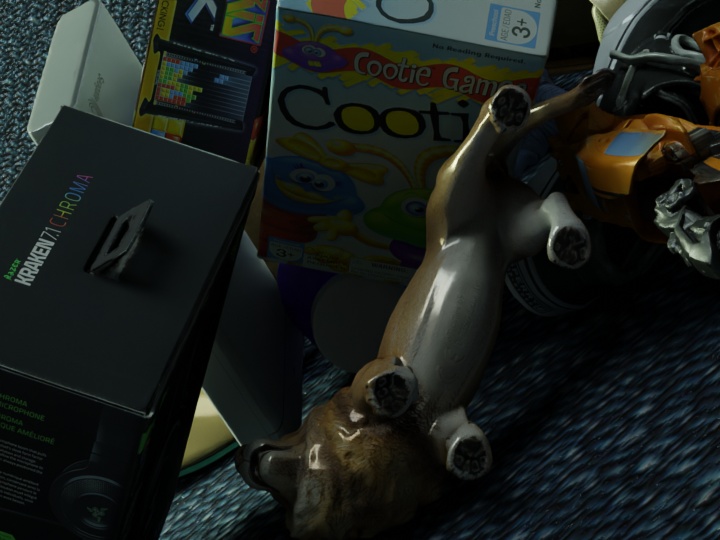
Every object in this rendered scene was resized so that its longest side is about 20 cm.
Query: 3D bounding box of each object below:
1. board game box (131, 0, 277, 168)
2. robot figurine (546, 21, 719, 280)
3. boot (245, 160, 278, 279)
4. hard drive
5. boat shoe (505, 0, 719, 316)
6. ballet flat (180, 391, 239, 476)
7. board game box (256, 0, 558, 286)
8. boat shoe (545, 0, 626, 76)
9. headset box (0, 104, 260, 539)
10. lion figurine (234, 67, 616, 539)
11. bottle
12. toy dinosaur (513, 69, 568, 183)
[{"bbox_3d":[-0.050,-0.134,0.983,0.200,0.056,0.166,-75,0,-72],"label":"board game box"},{"bbox_3d":[0.151,-0.049,0.769,0.145,0.058,0.200,-27,14,-17],"label":"robot figurine"},{"bbox_3d":[-0.015,-0.087,1.200,0.200,0.175,0.066,-38,23,19],"label":"boot"},{"bbox_3d":[-0.085,-0.017,1.009,0.027,0.200,0.132,-26,26,13],"label":"hard drive"},{"bbox_3d":[0.128,-0.064,0.918,0.068,0.074,0.199,-19,24,50],"label":"boat shoe"},{"bbox_3d":[-0.128,0.087,1.137,0.200,0.063,0.069,-29,15,38],"label":"ballet flat"},{"bbox_3d":[0.020,-0.085,0.891,0.200,0.103,0.105,99,-179,-63],"label":"board game box"},{"bbox_3d":[0.140,-0.132,1.094,0.199,0.076,0.074,-7,44,29],"label":"boat shoe"},{"bbox_3d":[-0.119,0.056,0.874,0.174,0.092,0.200,-70,-2,-55],"label":"headset box"},{"bbox_3d":[0.031,0.017,0.813,0.200,0.072,0.122,-58,6,-8],"label":"lion figurine"},{"bbox_3d":[0.000,0.000,1.072,0.083,0.065,0.200,-25,13,7],"label":"bottle"},{"bbox_3d":[0.065,-0.094,1.079,0.181,0.105,0.200,0,11,-8],"label":"toy dinosaur"}]
